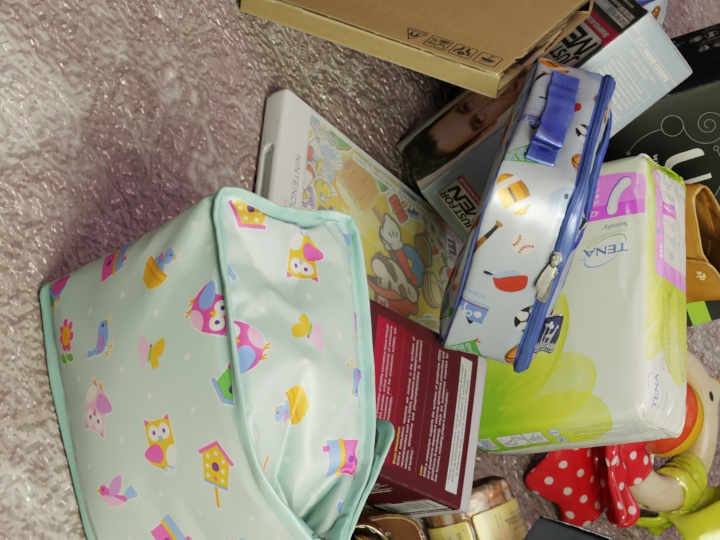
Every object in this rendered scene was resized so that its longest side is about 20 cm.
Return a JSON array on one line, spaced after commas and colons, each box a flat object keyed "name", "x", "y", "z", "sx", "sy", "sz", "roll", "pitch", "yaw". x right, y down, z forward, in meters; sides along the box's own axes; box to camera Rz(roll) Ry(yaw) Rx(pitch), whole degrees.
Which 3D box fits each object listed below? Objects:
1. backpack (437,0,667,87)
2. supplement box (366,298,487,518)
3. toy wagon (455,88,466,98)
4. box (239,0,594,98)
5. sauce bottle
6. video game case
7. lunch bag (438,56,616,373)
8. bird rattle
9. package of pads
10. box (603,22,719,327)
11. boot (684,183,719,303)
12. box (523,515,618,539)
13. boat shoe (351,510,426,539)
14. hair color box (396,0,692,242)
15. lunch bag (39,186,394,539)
[{"name": "backpack", "x": 0.149, "y": -0.234, "z": 1.547, "sx": 0.190, "sy": 0.154, "sz": 0.200, "roll": 19, "pitch": 42, "yaw": -1}, {"name": "supplement box", "x": -0.010, "y": 0.076, "z": 1.256, "sx": 0.200, "sy": 0.061, "sz": 0.109, "roll": 28, "pitch": 62, "yaw": -41}, {"name": "toy wagon", "x": 0.141, "y": -0.069, "z": 1.592, "sx": 0.200, "sy": 0.039, "sz": 0.155, "roll": 53, "pitch": 36, "yaw": -19}, {"name": "box", "x": 0.042, "y": -0.188, "z": 1.399, "sx": 0.163, "sy": 0.199, "sz": 0.021, "roll": -43, "pitch": 147, "yaw": -49}, {"name": "sauce bottle", "x": 0.097, "y": 0.238, "z": 1.330, "sx": 0.066, "sy": 0.066, "sz": 0.201, "roll": -16, "pitch": 90, "yaw": -56}, {"name": "video game case", "x": 0.000, "y": 0.000, "z": 1.371, "sx": 0.200, "sy": 0.023, "sz": 0.183, "roll": 38, "pitch": 44, "yaw": -37}, {"name": "lunch bag", "x": 0.111, "y": -0.039, "z": 1.291, "sx": 0.075, "sy": 0.161, "sz": 0.200, "roll": 18, "pitch": 35, "yaw": 2}, {"name": "bird rattle", "x": 0.213, "y": 0.131, "z": 1.517, "sx": 0.200, "sy": 0.112, "sz": 0.164, "roll": 25, "pitch": 67, "yaw": -32}, {"name": "package of pads", "x": 0.156, "y": 0.026, "z": 1.427, "sx": 0.068, "sy": 0.154, "sz": 0.201, "roll": 26, "pitch": 61, "yaw": -48}, {"name": "box", "x": 0.267, "y": -0.073, "z": 1.624, "sx": 0.124, "sy": 0.148, "sz": 0.201, "roll": -73, "pitch": 142, "yaw": -61}, {"name": "boot", "x": 0.226, "y": 0.015, "z": 1.532, "sx": 0.071, "sy": 0.144, "sz": 0.202, "roll": -48, "pitch": 130, "yaw": -34}, {"name": "box", "x": 0.147, "y": 0.295, "z": 1.238, "sx": 0.197, "sy": 0.124, "sz": 0.200, "roll": 46, "pitch": 72, "yaw": -30}, {"name": "boat shoe", "x": -0.005, "y": 0.186, "z": 1.213, "sx": 0.200, "sy": 0.068, "sz": 0.072, "roll": -17, "pitch": 84, "yaw": -57}, {"name": "hair color box", "x": 0.128, "y": -0.114, "z": 1.437, "sx": 0.061, "sy": 0.200, "sz": 0.099, "roll": 49, "pitch": 7, "yaw": -23}, {"name": "lunch bag", "x": -0.076, "y": 0.079, "z": 1.084, "sx": 0.122, "sy": 0.170, "sz": 0.201, "roll": 9, "pitch": 64, "yaw": -43}]
